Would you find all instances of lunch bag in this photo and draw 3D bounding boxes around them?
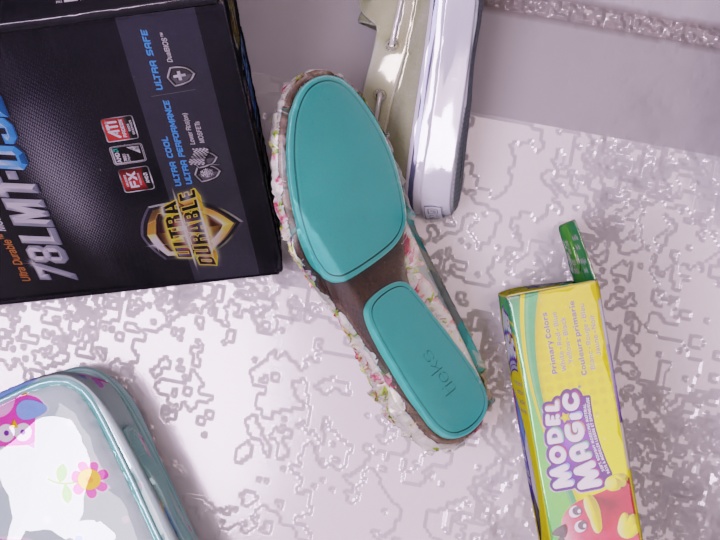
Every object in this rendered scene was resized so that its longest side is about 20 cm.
[{"bbox_3d":[-0.152,0.159,0.788,0.159,0.077,0.202,-26,89,0],"label":"lunch bag"}]

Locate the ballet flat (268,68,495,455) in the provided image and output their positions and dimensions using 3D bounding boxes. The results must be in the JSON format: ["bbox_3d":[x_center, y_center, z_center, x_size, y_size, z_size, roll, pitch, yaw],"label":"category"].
[{"bbox_3d":[0.000,0.000,0.774,0.075,0.064,0.202,-27,101,-22],"label":"ballet flat"}]

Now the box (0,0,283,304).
[{"bbox_3d":[-0.145,-0.060,0.735,0.196,0.201,0.050,-7,54,0],"label":"box"}]

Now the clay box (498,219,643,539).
[{"bbox_3d":[0.101,0.079,0.761,0.047,0.115,0.203,-11,89,3],"label":"clay box"}]

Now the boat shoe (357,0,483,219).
[{"bbox_3d":[0.029,-0.128,0.787,0.061,0.072,0.203,7,92,6],"label":"boat shoe"}]
